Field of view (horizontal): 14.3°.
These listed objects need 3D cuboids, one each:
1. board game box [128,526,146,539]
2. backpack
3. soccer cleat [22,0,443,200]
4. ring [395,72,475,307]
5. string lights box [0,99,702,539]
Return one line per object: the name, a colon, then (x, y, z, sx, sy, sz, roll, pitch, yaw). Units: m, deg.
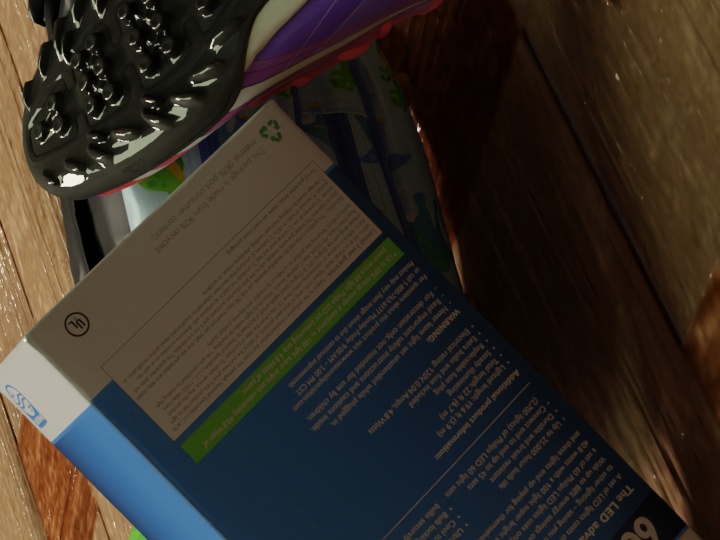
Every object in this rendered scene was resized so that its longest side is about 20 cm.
board game box: (-0.062, 0.110, 1.068, 0.096, 0.030, 0.200, 13, 81, 66)
backpack: (-0.030, 0.006, 0.916, 0.163, 0.154, 0.200, 100, 171, -67)
soccer cleat: (-0.014, -0.081, 0.820, 0.200, 0.073, 0.068, -40, 55, 23)
ring: (0.000, 0.000, 1.047, 0.200, 0.019, 0.201, 170, 90, -70)
string lights box: (0.005, 0.062, 0.806, 0.200, 0.103, 0.059, 46, 157, -2)
